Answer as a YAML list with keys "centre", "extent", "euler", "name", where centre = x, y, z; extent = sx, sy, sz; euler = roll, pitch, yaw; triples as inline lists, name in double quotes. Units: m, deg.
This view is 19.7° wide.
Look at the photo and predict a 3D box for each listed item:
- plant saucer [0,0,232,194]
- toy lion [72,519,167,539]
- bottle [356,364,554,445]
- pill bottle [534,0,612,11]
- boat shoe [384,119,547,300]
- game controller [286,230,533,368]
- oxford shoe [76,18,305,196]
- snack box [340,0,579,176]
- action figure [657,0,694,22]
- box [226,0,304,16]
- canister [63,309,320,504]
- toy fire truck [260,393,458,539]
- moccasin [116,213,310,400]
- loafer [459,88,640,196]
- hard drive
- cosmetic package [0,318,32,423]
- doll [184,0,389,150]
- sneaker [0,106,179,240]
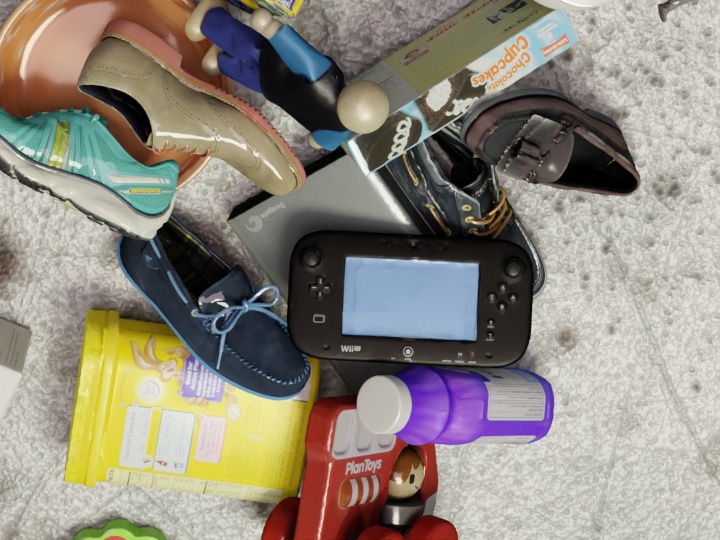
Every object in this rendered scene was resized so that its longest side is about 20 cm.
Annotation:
- centre: [-0.204, -0.149, 1.692]
  extent: [0.199, 0.037, 0.201]
  euler: [-2, 108, -5]
  name: "plant saucer"
- centre: [-0.184, 0.313, 1.838]
  extent: [0.199, 0.069, 0.193]
  euler: [-9, 101, -2]
  name: "toy lion"
- centre: [0.077, 0.112, 1.723]
  extent: [0.199, 0.083, 0.066]
  euler: [5, 89, -49]
  name: "bottle"
- centre: [0.157, -0.262, 1.597]
  extent: [0.110, 0.200, 0.111]
  euler: [-2, 109, -5]
  name: "pill bottle"
- centre: [0.095, -0.047, 1.710]
  extent: [0.200, 0.091, 0.071]
  euler: [46, 71, -16]
  name: "boat shoe"
- centre: [0.040, 0.024, 1.681]
  extent: [0.199, 0.042, 0.105]
  euler: [3, 78, 0]
  name: "game controller"
- centre: [-0.136, -0.111, 1.642]
  extent: [0.200, 0.070, 0.075]
  euler: [35, 63, -6]
  name: "oxford shoe"
- centre: [0.067, -0.157, 1.654]
  extent: [0.199, 0.116, 0.037]
  euler: [-32, 114, -2]
  name: "snack box"
- centre: [0.302, -0.312, 1.668]
  extent: [0.192, 0.105, 0.201]
  euler: [-19, 82, -5]
  name: "action figure"
- centre: [-0.081, -0.237, 1.583]
  extent: [0.070, 0.200, 0.065]
  euler: [29, 90, -13]
  name: "box"
- centre: [-0.143, 0.119, 1.760]
  extent: [0.199, 0.087, 0.149]
  euler: [8, 108, -9]
  name: "canister"
- centre: [0.011, 0.183, 1.748]
  extent: [0.112, 0.200, 0.169]
  euler: [15, 99, 32]
  name: "toy fire truck"
- centre: [-0.121, 0.027, 1.697]
  extent: [0.200, 0.080, 0.068]
  euler: [38, 136, 8]
  name: "moccasin"
- centre: [0.161, -0.098, 1.665]
  extent: [0.199, 0.063, 0.072]
  euler: [5, 131, -50]
  name: "loafer"
- centre: [0.000, 0.000, 1.739]
  extent: [0.139, 0.033, 0.200]
  euler: [-28, 109, 25]
  name: "hard drive"
- centre: [-0.380, 0.061, 1.710]
  extent: [0.199, 0.108, 0.085]
  euler: [23, 106, -10]
  name: "cosmetic package"
- centre: [-0.055, -0.151, 1.583]
  extent: [0.048, 0.200, 0.137]
  euler: [-43, 138, -19]
  name: "doll"
- centre: [-0.238, -0.097, 1.661]
  extent: [0.199, 0.077, 0.080]
  euler: [28, 83, -16]
  name: "sneaker"
